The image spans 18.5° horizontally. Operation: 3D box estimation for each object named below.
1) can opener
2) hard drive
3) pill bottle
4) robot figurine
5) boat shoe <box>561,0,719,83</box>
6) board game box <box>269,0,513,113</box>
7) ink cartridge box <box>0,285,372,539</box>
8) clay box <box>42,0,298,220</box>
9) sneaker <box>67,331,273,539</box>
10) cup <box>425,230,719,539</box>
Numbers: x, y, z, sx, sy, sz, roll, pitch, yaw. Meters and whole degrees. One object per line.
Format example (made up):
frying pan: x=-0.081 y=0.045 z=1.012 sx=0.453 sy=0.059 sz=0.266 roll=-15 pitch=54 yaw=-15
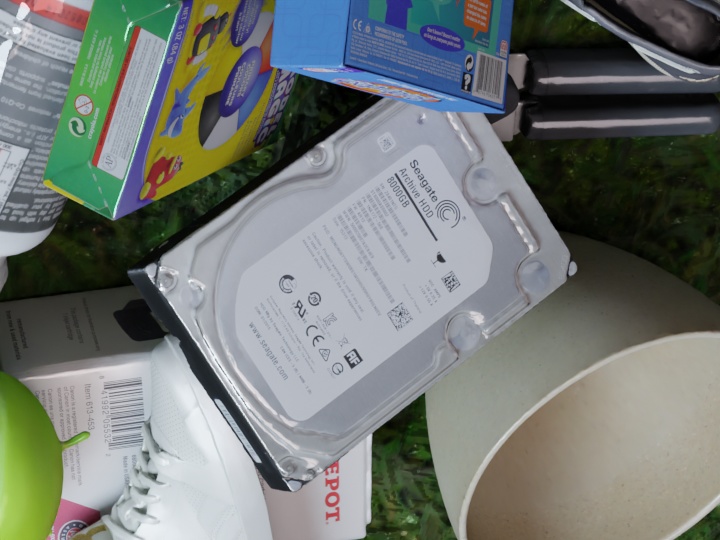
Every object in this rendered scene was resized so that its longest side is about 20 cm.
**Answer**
can opener: x=0.109 y=-0.089 z=1.216 sx=0.200 sy=0.067 sz=0.053 roll=-2 pitch=120 yaw=-9
hard drive: x=0.000 y=0.000 z=1.126 sx=0.200 sy=0.038 sz=0.140 roll=-36 pitch=102 yaw=-21
pill bottle: x=-0.189 y=-0.079 z=1.099 sx=0.116 sy=0.116 sz=0.200 roll=19 pitch=111 yaw=-26
robot figurine: x=-0.239 y=0.101 z=1.100 sx=0.200 sy=0.116 sz=0.175 roll=7 pitch=132 yaw=-25
boat shoe: x=0.127 y=-0.169 z=1.159 sx=0.200 sy=0.063 sz=0.073 roll=37 pitch=93 yaw=-16
board game box: x=0.024 y=-0.184 z=1.055 sx=0.152 sy=0.045 sz=0.200 roll=9 pitch=86 yaw=-57
ink cartridge box: x=-0.100 y=0.085 z=1.241 sx=0.200 sy=0.084 sz=0.145 roll=-8 pitch=121 yaw=-12
clay box: x=-0.074 y=-0.106 z=1.086 sx=0.048 sy=0.200 sz=0.115 roll=27 pitch=115 yaw=16
sneaker: x=-0.111 y=0.129 z=1.168 sx=0.116 sy=0.074 sz=0.200 roll=-17 pitch=122 yaw=-10
cup: x=0.114 y=0.061 z=1.246 sx=0.200 sy=0.143 sz=0.200 roll=-19 pitch=139 yaw=-17
